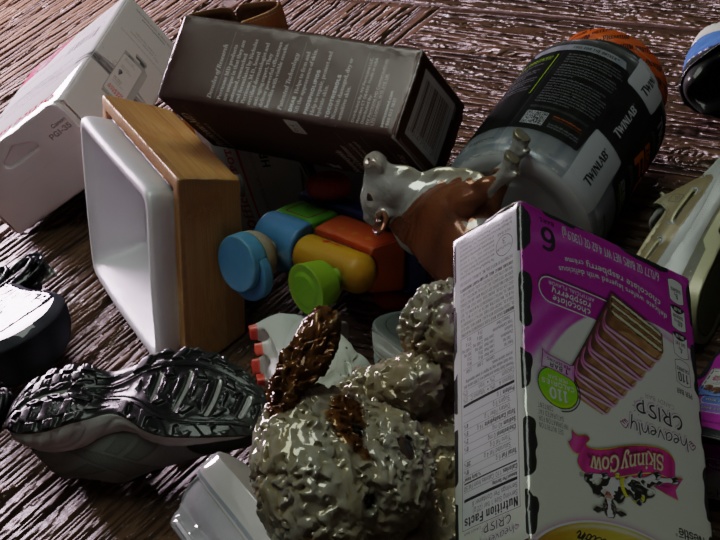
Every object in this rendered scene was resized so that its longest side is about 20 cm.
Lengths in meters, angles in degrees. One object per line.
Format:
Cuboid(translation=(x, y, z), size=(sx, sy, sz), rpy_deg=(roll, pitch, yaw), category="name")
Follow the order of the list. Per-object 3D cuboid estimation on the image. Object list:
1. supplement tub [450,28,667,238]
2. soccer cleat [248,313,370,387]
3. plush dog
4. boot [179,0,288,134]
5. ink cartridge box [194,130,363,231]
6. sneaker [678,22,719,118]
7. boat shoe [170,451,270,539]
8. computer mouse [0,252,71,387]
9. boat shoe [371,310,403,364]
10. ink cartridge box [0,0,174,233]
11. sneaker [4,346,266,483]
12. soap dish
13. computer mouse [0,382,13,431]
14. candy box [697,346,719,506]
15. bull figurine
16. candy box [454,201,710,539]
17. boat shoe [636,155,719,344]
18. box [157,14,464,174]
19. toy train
Cuboid(translation=(0.152, -0.091, 1.276), size=(0.122, 0.123, 0.200), rpy_deg=(3, 37, 32), category="supplement tub")
Cuboid(translation=(-0.024, 0.085, 1.148), size=(0.077, 0.070, 0.200), rpy_deg=(-8, 31, -10), category="soccer cleat")
Cuboid(translation=(0.005, 0.113, 0.968), size=(0.160, 0.201, 0.171), rpy_deg=(-27, -21, 34), category="plush dog")
Cuboid(translation=(-0.134, -0.146, 1.482), size=(0.199, 0.155, 0.074), rpy_deg=(-16, 31, 4), category="boot")
Cuboid(translation=(-0.047, -0.087, 1.381), size=(0.199, 0.116, 0.068), rpy_deg=(-6, 32, 22), category="ink cartridge box")
Cuboid(translation=(0.344, -0.164, 1.331), size=(0.199, 0.077, 0.111), rpy_deg=(-7, 27, 27), category="sneaker")
Cuboid(translation=(-0.054, 0.187, 1.003), size=(0.069, 0.072, 0.200), rpy_deg=(-51, 50, 7), category="boat shoe")
Cuboid(translation=(-0.278, 0.050, 1.358), size=(0.138, 0.053, 0.200), rpy_deg=(-32, 21, -18), category="computer mouse")
Cuboid(translation=(0.071, 0.093, 1.099), size=(0.074, 0.065, 0.202), rpy_deg=(-13, 31, -31), category="boat shoe")
Cuboid(translation=(-0.264, -0.143, 1.575), size=(0.146, 0.083, 0.200), rpy_deg=(-30, 24, 30), category="ink cartridge box")
Cuboid(translation=(-0.142, 0.104, 1.156), size=(0.199, 0.080, 0.074), rpy_deg=(-5, 42, 30), category="sneaker")
Cuboid(translation=(-0.152, -0.035, 1.329), size=(0.081, 0.158, 0.200), rpy_deg=(-11, 27, -21), category="soap dish")
Cuboid(translation=(-0.306, 0.155, 1.200), size=(0.199, 0.046, 0.141), rpy_deg=(-15, 56, 43), category="computer mouse")
Cuboid(translation=(0.287, 0.064, 1.018), size=(0.136, 0.061, 0.200), rpy_deg=(9, 41, 39), category="candy box")
Cuboid(translation=(0.084, -0.019, 1.159), size=(0.121, 0.200, 0.065), rpy_deg=(-45, -18, 29), category="bull figurine")
Cuboid(translation=(0.120, 0.079, 0.930), size=(0.061, 0.136, 0.201), rpy_deg=(-33, 46, 44), category="candy box")
Cuboid(translation=(0.233, -0.032, 1.186), size=(0.068, 0.075, 0.200), rpy_deg=(9, 41, 29), category="boat shoe")
Cuboid(translation=(-0.036, -0.125, 1.261), size=(0.199, 0.100, 0.075), rpy_deg=(14, 77, 27), category="box")
Cuboid(translation=(0.000, 0.000, 1.225), size=(0.199, 0.085, 0.115), rpy_deg=(21, 32, 40), category="toy train")
